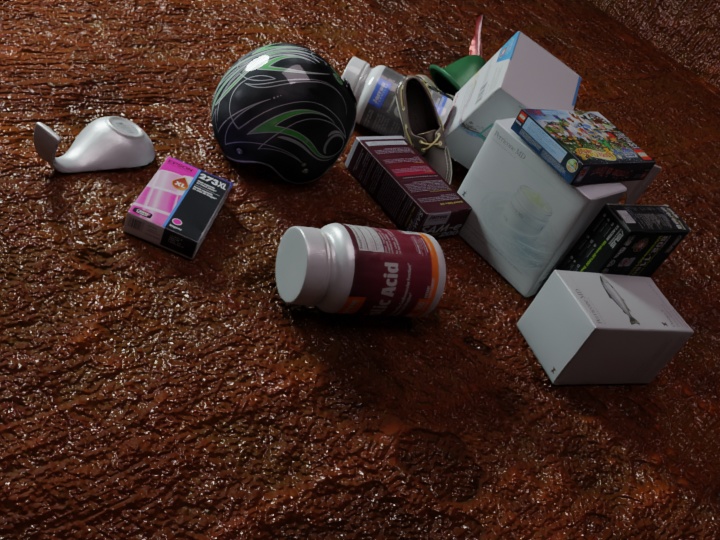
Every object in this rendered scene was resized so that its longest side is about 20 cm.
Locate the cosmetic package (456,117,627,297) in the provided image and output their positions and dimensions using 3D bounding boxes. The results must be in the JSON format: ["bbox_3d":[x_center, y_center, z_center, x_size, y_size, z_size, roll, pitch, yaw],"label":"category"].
[{"bbox_3d":[0.270,-0.104,1.276,0.123,0.201,0.199,-15,52,-45],"label":"cosmetic package"}]

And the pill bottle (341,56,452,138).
[{"bbox_3d":[0.056,-0.300,1.460,0.199,0.114,0.114,26,34,-2],"label":"pill bottle"}]

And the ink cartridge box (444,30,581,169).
[{"bbox_3d":[0.258,-0.277,1.418,0.146,0.200,0.147,31,58,-14],"label":"ink cartridge box"}]

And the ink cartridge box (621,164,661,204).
[{"bbox_3d":[0.392,-0.147,1.413,0.175,0.201,0.045,21,37,-10],"label":"ink cartridge box"}]

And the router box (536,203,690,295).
[{"bbox_3d":[0.382,-0.010,1.228,0.149,0.201,0.062,-3,48,-36],"label":"router box"}]

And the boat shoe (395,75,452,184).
[{"bbox_3d":[0.110,-0.234,1.375,0.071,0.201,0.060,-16,1,-2],"label":"boat shoe"}]

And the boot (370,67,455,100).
[{"bbox_3d":[0.101,-0.332,1.567,0.150,0.073,0.200,2,38,-33],"label":"boot"}]

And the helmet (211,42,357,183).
[{"bbox_3d":[-0.123,-0.243,1.218,0.190,0.200,0.201,24,31,-36],"label":"helmet"}]

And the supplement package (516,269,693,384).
[{"bbox_3d":[0.351,0.084,1.162,0.199,0.118,0.117,3,42,-30],"label":"supplement package"}]

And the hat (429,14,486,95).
[{"bbox_3d":[0.249,-0.401,1.605,0.200,0.176,0.166,51,0,0],"label":"hat"}]

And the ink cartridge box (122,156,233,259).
[{"bbox_3d":[-0.234,-0.097,1.075,0.094,0.037,0.200,23,33,-7],"label":"ink cartridge box"}]

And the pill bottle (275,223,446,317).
[{"bbox_3d":[0.000,0.000,1.037,0.199,0.115,0.115,4,41,-29],"label":"pill bottle"}]

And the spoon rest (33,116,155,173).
[{"bbox_3d":[-0.355,-0.167,1.076,0.099,0.061,0.200,38,23,13],"label":"spoon rest"}]

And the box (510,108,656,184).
[{"bbox_3d":[0.340,-0.190,1.222,0.199,0.038,0.137,-8,48,-40],"label":"box"}]

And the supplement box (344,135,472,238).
[{"bbox_3d":[0.076,-0.137,1.310,0.108,0.061,0.200,-9,48,-40],"label":"supplement box"}]
